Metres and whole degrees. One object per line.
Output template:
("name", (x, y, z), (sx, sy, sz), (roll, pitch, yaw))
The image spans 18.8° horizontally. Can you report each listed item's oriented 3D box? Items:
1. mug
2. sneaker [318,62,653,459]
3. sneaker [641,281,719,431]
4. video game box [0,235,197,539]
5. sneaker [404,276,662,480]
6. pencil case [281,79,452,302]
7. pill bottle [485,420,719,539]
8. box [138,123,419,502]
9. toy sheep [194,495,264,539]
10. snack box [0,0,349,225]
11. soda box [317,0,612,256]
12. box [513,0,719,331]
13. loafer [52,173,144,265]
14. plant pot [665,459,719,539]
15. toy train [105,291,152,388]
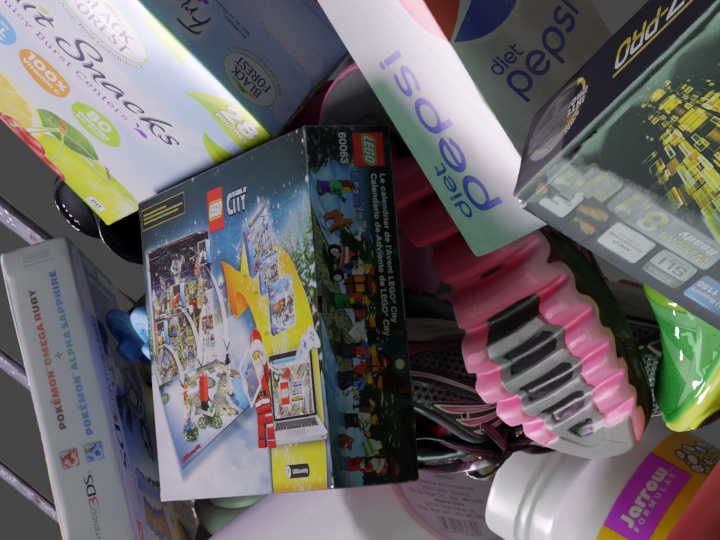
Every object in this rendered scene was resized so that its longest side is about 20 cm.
("mug", (0.015, 0.147, 1.152), (0.149, 0.187, 0.153), (42, 126, 3))
("sneaker", (0.069, -0.017, 0.907), (0.079, 0.095, 0.201), (-21, 106, 42))
("sneaker", (0.142, -0.008, 0.865), (0.084, 0.074, 0.200), (47, 158, 28))
("video game box", (-0.146, 0.093, 1.267), (0.200, 0.047, 0.183), (62, -165, -75))
("sneaker", (0.063, 0.056, 0.964), (0.199, 0.075, 0.081), (-4, 135, -7))
("pencil case", (0.000, 0.000, 1.010), (0.093, 0.091, 0.201), (18, 138, 23))
("pill bottle", (0.160, 0.138, 1.021), (0.199, 0.104, 0.104), (28, 152, 25))
("box", (-0.039, 0.024, 0.901), (0.200, 0.037, 0.137), (164, 102, -65))
("toy sheep", (-0.037, 0.160, 1.312), (0.138, 0.138, 0.201), (8, 125, 49))
("snack box", (-0.118, -0.115, 0.961), (0.169, 0.068, 0.200), (45, 154, -13))
("soda box", (0.027, -0.110, 0.800), (0.201, 0.063, 0.068), (58, 153, -3))
("box", (0.174, -0.029, 0.686), (0.199, 0.049, 0.161), (31, 137, -15))
("loafer", (-0.118, -0.039, 1.163), (0.068, 0.070, 0.200), (51, 153, -21))
("plant pot", (0.201, 0.140, 0.852), (0.200, 0.178, 0.201), (19, 145, 14))
("toy train", (-0.063, 0.039, 1.185), (0.114, 0.087, 0.200), (46, 159, -14))
